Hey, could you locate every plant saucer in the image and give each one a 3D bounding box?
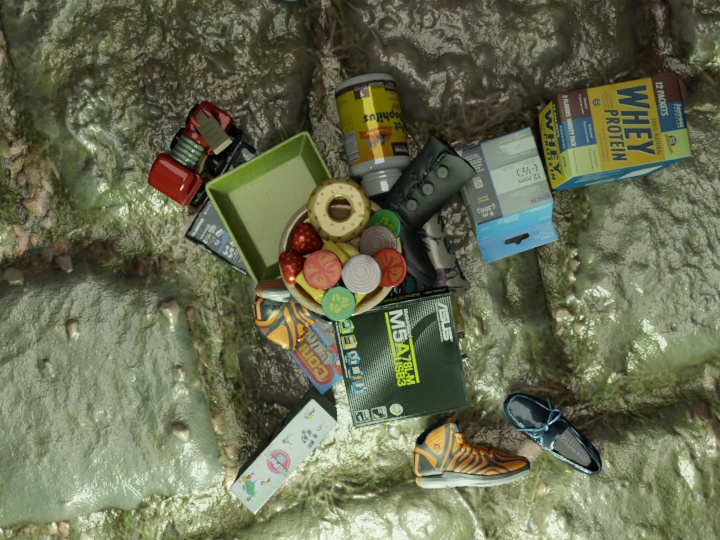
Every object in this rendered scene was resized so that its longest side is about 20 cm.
[{"bbox_3d":[-0.131,-0.101,1.479,0.199,0.048,0.201,-28,91,-3],"label":"plant saucer"}]

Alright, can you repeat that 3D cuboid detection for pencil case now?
[{"bbox_3d":[0.126,-0.044,1.513,0.077,0.089,0.201,-21,87,28],"label":"pencil case"}]

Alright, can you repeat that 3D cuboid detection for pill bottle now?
[{"bbox_3d":[0.024,-0.229,1.503,0.108,0.109,0.202,-11,88,0],"label":"pill bottle"}]

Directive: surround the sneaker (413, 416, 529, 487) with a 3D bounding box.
[{"bbox_3d":[0.189,0.307,1.491,0.198,0.078,0.113,-5,89,0],"label":"sneaker"}]

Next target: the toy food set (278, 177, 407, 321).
[{"bbox_3d":[-0.028,-0.027,1.338,0.198,0.049,0.200,41,86,8],"label":"toy food set"}]

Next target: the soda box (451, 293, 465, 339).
[{"bbox_3d":[0.071,0.102,1.446,0.198,0.064,0.068,-16,72,2],"label":"soda box"}]

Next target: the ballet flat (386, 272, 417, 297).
[{"bbox_3d":[0.000,0.000,1.457,0.199,0.064,0.068,26,78,-10],"label":"ballet flat"}]

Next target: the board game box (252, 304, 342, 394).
[{"bbox_3d":[-0.052,0.076,1.519,0.195,0.056,0.200,-39,88,-2],"label":"board game box"}]

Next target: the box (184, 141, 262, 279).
[{"bbox_3d":[-0.191,-0.101,1.531,0.158,0.046,0.201,31,88,1],"label":"box"}]

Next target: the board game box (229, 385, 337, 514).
[{"bbox_3d":[-0.126,0.297,1.466,0.064,0.148,0.200,43,89,-1],"label":"board game box"}]

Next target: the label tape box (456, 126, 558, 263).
[{"bbox_3d":[0.255,-0.131,1.521,0.142,0.066,0.202,-17,86,0],"label":"label tape box"}]

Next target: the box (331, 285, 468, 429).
[{"bbox_3d":[0.064,0.139,1.387,0.191,0.048,0.202,-9,106,3],"label":"box"}]

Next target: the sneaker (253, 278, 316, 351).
[{"bbox_3d":[-0.082,0.073,1.461,0.198,0.078,0.113,0,110,-13],"label":"sneaker"}]

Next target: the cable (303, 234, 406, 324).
[{"bbox_3d":[-0.025,0.010,1.399,0.198,0.051,0.165,2,100,-4],"label":"cable"}]

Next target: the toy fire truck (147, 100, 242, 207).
[{"bbox_3d":[-0.275,-0.197,1.458,0.128,0.200,0.177,32,88,2],"label":"toy fire truck"}]

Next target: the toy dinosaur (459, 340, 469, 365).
[{"bbox_3d":[0.120,0.140,1.495,0.102,0.077,0.202,-19,101,-21],"label":"toy dinosaur"}]

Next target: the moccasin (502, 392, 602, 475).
[{"bbox_3d":[0.339,0.277,1.503,0.199,0.068,0.081,32,88,2],"label":"moccasin"}]

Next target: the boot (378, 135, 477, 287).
[{"bbox_3d":[0.120,-0.096,1.437,0.165,0.066,0.200,42,96,1],"label":"boot"}]

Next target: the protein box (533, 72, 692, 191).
[{"bbox_3d":[0.413,-0.223,1.455,0.197,0.200,0.136,-10,88,0],"label":"protein box"}]
